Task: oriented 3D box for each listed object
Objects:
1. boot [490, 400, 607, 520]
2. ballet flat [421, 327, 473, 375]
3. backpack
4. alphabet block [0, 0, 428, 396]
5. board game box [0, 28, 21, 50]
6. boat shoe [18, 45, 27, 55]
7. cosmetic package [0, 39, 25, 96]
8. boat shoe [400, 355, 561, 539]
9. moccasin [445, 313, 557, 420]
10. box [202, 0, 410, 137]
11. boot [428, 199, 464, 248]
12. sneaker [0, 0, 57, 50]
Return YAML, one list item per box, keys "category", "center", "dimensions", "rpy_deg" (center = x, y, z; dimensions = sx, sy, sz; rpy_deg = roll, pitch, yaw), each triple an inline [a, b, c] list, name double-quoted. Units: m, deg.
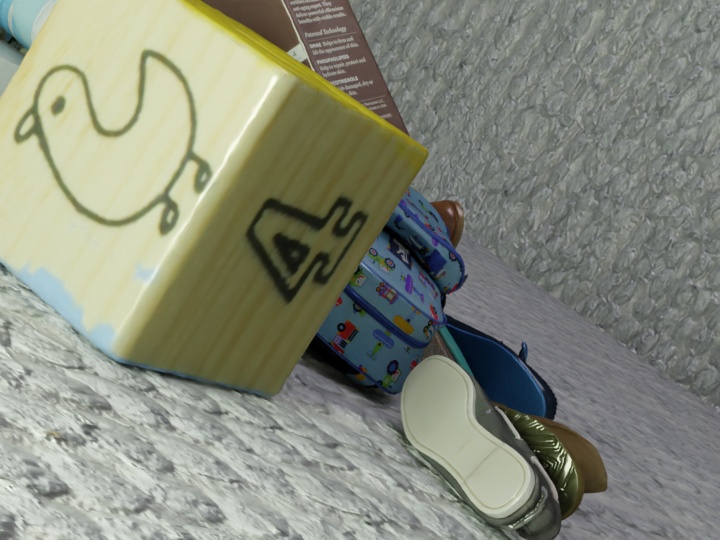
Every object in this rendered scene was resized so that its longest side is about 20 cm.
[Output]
- category: "boot"
  center: [0.151, 0.152, 1.317]
  dimensions: [0.175, 0.066, 0.200]
  rpy_deg: [38, 8, 37]
- category: "ballet flat"
  center: [0.040, 0.043, 1.508]
  dimensions: [0.201, 0.067, 0.068]
  rpy_deg: [63, 6, -1]
- category: "backpack"
  center: [0.000, 0.000, 1.355]
  dimensions: [0.183, 0.135, 0.200]
  rpy_deg: [43, 13, -18]
- category: "alphabet block"
  center: [-0.111, -0.060, 1.060]
  dimensions: [0.195, 0.201, 0.196]
  rpy_deg: [35, 8, 29]
- category: "board game box"
  center: [-0.323, -0.242, 1.398]
  dimensions: [0.041, 0.200, 0.200]
  rpy_deg: [34, 8, 15]
- category: "boat shoe"
  center: [-0.264, -0.126, 1.381]
  dimensions: [0.072, 0.066, 0.201]
  rpy_deg: [38, 24, -42]
- category: "cosmetic package"
  center: [-0.332, -0.157, 1.252]
  dimensions: [0.113, 0.081, 0.200]
  rpy_deg: [36, 8, 32]
- category: "boat shoe"
  center: [0.085, 0.133, 1.194]
  dimensions: [0.057, 0.067, 0.200]
  rpy_deg: [47, 3, -32]
- category: "moccasin"
  center: [0.121, 0.086, 1.560]
  dimensions: [0.068, 0.081, 0.200]
  rpy_deg: [7, 24, -47]
- category: "box"
  center: [-0.053, -0.158, 1.204]
  dimensions: [0.075, 0.100, 0.201]
  rpy_deg: [-16, 80, -46]
- category: "boot"
  center: [-0.014, -0.041, 1.562]
  dimensions: [0.155, 0.077, 0.199]
  rpy_deg: [25, -27, -39]
- category: "sneaker"
  center: [-0.235, -0.192, 1.351]
  dimensions: [0.130, 0.080, 0.200]
  rpy_deg: [40, -8, 27]
